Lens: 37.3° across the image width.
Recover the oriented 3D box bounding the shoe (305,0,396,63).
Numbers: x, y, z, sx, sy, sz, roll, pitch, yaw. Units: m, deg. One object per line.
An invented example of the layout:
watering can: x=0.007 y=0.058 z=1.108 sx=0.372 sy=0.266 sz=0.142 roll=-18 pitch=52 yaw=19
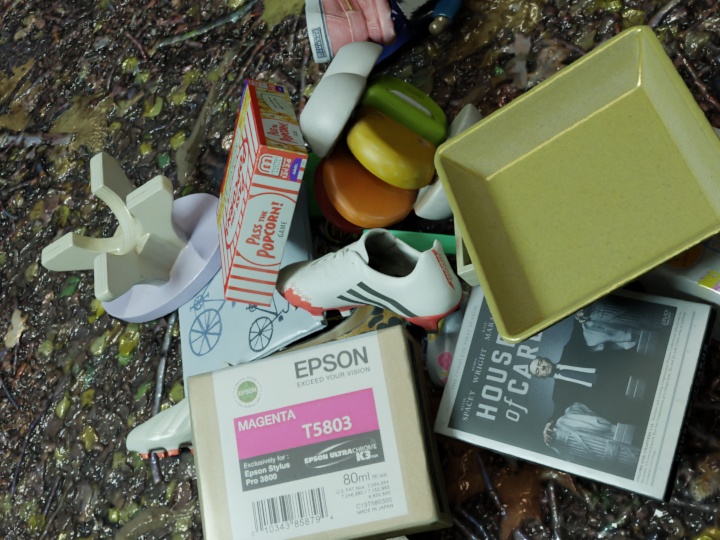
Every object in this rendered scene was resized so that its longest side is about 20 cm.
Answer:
shoe: x=-0.012 y=-0.279 z=1.142 sx=0.090 sy=0.072 sz=0.201 roll=-11 pitch=30 yaw=2

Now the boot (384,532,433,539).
boot: x=-0.016 y=0.213 z=0.960 sx=0.076 sy=0.073 sz=0.200 roll=-51 pitch=54 yaw=11

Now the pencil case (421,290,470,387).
pencil case: x=0.155 y=0.071 z=0.917 sx=0.199 sy=0.083 sz=0.092 roll=9 pitch=99 yaw=32

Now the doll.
doll: x=0.053 y=-0.292 z=1.182 sx=0.199 sy=0.048 sz=0.137 roll=-35 pitch=51 yaw=11

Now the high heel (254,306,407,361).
high heel: x=-0.031 y=0.043 z=1.006 sx=0.071 sy=0.141 sz=0.202 roll=148 pitch=138 yaw=-71

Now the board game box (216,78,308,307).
board game box: x=-0.098 y=-0.080 z=1.021 sx=0.200 sy=0.046 sz=0.153 roll=-111 pitch=33 yaw=-62

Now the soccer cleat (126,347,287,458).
soccer cleat: x=-0.145 y=0.135 z=1.068 sx=0.198 sy=0.069 sz=0.078 roll=-18 pitch=78 yaw=14

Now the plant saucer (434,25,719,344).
plant saucer: x=0.173 y=-0.060 z=0.809 sx=0.199 sy=0.048 sz=0.201 roll=-31 pitch=51 yaw=18

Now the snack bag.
snack bag: x=-0.119 y=0.016 z=1.129 sx=0.199 sy=0.021 sz=0.190 roll=-29 pitch=53 yaw=27

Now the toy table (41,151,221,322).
toy table: x=-0.244 y=-0.029 z=1.162 sx=0.200 sy=0.117 sz=0.185 roll=-38 pitch=50 yaw=18

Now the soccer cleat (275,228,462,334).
soccer cleat: x=0.000 y=0.000 z=0.939 sx=0.199 sy=0.086 sz=0.069 roll=9 pitch=39 yaw=37

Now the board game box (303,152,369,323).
board game box: x=-0.040 y=-0.038 z=1.125 sx=0.104 sy=0.023 sz=0.202 roll=-14 pitch=61 yaw=27

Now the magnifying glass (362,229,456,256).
magnifying glass: x=0.093 y=-0.020 z=0.953 sx=0.198 sy=0.079 sz=0.023 roll=3 pitch=88 yaw=29

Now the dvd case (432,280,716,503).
dvd case: x=0.164 y=0.082 z=0.844 sx=0.199 sy=0.025 sz=0.152 roll=12 pitch=81 yaw=33

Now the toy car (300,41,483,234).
toy car: x=0.020 y=-0.112 z=1.036 sx=0.150 sy=0.174 sz=0.200 roll=-56 pitch=8 yaw=31

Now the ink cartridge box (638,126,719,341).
ink cartridge box: x=0.313 y=-0.013 z=0.842 sx=0.199 sy=0.125 sz=0.129 roll=28 pitch=82 yaw=37

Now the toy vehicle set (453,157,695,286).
toy vehicle set: x=0.169 y=-0.073 z=0.869 sx=0.199 sy=0.026 sz=0.125 roll=-19 pitch=55 yaw=26

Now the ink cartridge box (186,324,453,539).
ink cartridge box: x=-0.036 y=0.151 z=0.896 sx=0.198 sy=0.075 sz=0.166 roll=-15 pitch=71 yaw=10
